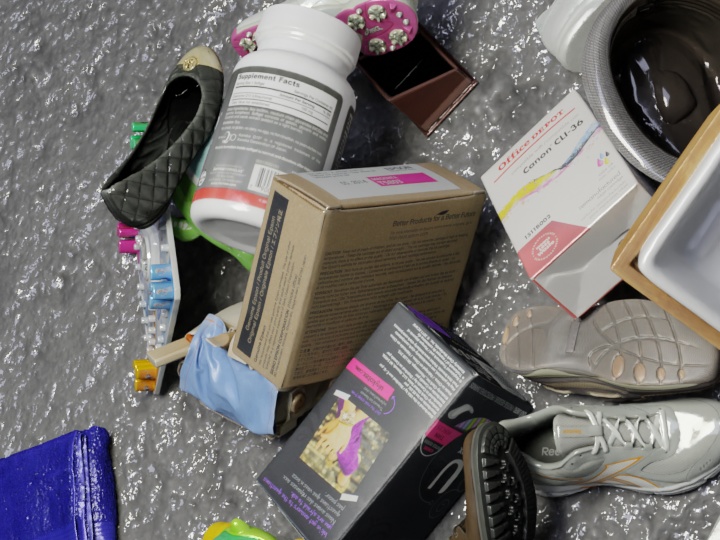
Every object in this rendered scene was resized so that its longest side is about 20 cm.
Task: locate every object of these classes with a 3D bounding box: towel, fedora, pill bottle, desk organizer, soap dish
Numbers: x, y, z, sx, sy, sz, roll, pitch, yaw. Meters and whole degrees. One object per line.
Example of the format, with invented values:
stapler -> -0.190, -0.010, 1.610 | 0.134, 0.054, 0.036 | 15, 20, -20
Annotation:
towel -> -0.306, 0.263, 1.540 | 0.146, 0.049, 0.202 | -20, 62, 24
fedora -> 0.268, -0.141, 1.283 | 0.176, 0.090, 0.201 | -31, 75, -10
pill bottle -> -0.069, -0.121, 1.365 | 0.115, 0.116, 0.202 | 6, 72, 34
desk organizer -> 0.017, -0.227, 1.503 | 0.072, 0.077, 0.200 | -46, 54, 10
soap dish -> 0.301, -0.015, 1.178 | 0.158, 0.199, 0.081 | -55, 17, 3

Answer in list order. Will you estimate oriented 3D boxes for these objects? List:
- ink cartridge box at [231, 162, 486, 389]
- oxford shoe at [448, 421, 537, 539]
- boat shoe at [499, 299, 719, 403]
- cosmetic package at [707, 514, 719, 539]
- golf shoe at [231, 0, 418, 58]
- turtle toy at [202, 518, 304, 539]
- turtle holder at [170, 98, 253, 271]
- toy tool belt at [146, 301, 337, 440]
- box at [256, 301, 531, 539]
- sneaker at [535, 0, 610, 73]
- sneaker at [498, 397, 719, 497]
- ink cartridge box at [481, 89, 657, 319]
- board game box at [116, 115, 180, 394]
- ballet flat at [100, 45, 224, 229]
ink cartridge box -> 0.000, 0.000, 1.321 | 0.075, 0.199, 0.167 | 32, 117, 38
oxford shoe -> 0.096, 0.216, 1.241 | 0.084, 0.072, 0.203 | 5, 107, 39
boat shoe -> 0.210, 0.068, 1.269 | 0.198, 0.073, 0.075 | 6, 69, 41
cosmetic package -> 0.349, 0.232, 1.108 | 0.199, 0.090, 0.108 | 27, 84, 40
golf shoe -> -0.029, -0.240, 1.455 | 0.198, 0.075, 0.092 | -7, 53, 29
turtle toy -> -0.096, 0.311, 1.336 | 0.145, 0.100, 0.203 | 1, 104, 46
turtle holder -> -0.110, -0.084, 1.474 | 0.132, 0.140, 0.186 | -49, 22, 26
toy tool belt -> -0.090, 0.100, 1.411 | 0.199, 0.122, 0.126 | 20, 109, 37
box -> 0.029, 0.147, 1.323 | 0.201, 0.122, 0.106 | -51, 55, 6
sneaker -> 0.231, -0.277, 1.394 | 0.200, 0.075, 0.089 | -46, 42, 11
sneaker -> 0.198, 0.137, 1.237 | 0.198, 0.092, 0.077 | -14, 64, 27
ink cartridge box -> 0.174, -0.068, 1.305 | 0.116, 0.067, 0.201 | -43, 32, 15
board game box -> -0.209, -0.012, 1.511 | 0.026, 0.201, 0.202 | -3, 60, -15
ballet flat -> -0.176, -0.129, 1.426 | 0.066, 0.057, 0.202 | -1, 56, 34
